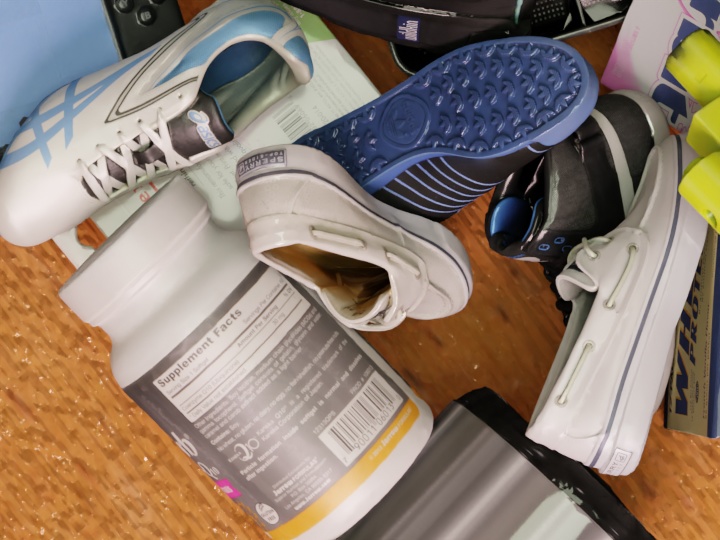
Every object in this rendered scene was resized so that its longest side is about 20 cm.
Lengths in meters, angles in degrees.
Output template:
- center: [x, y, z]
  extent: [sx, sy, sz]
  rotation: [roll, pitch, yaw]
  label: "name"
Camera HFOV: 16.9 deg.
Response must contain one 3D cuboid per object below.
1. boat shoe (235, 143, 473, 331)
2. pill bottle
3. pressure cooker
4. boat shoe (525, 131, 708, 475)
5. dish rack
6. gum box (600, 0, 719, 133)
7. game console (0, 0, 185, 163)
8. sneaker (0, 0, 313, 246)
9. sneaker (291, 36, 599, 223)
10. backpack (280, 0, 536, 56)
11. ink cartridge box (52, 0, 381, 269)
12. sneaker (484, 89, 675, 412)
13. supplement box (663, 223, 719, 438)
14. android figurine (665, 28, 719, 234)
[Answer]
- center: [0.000, 0.000, 1.317]
  extent: [0.071, 0.200, 0.070]
  rotation: [-16, 62, 25]
  label: "boat shoe"
- center: [-0.064, 0.051, 1.336]
  extent: [0.116, 0.116, 0.200]
  rotation: [-44, 97, 0]
  label: "pill bottle"
- center: [0.061, 0.189, 1.367]
  extent: [0.176, 0.179, 0.200]
  rotation: [45, 86, -6]
  label: "pressure cooker"
- center: [0.139, 0.008, 1.306]
  extent: [0.067, 0.074, 0.200]
  rotation: [18, 66, -4]
  label: "boat shoe"
- center: [0.068, -0.223, 1.423]
  extent: [0.153, 0.055, 0.200]
  rotation: [-16, 91, -1]
  label: "dish rack"
- center: [0.229, -0.169, 1.361]
  extent: [0.113, 0.066, 0.200]
  rotation: [36, 117, 33]
  label: "gum box"
- center: [-0.186, -0.144, 1.298]
  extent: [0.200, 0.118, 0.171]
  rotation: [-18, 92, -17]
  label: "game console"
- center: [-0.115, -0.078, 1.315]
  extent: [0.200, 0.072, 0.072]
  rotation: [-36, 128, -4]
  label: "sneaker"
- center: [0.051, -0.070, 1.339]
  extent: [0.200, 0.078, 0.070]
  rotation: [-19, 68, 28]
  label: "sneaker"
- center: [0.006, -0.211, 1.315]
  extent: [0.200, 0.176, 0.154]
  rotation: [10, 72, 2]
  label: "backpack"
- center: [-0.093, -0.073, 1.416]
  extent: [0.200, 0.067, 0.117]
  rotation: [-39, 92, -1]
  label: "ink cartridge box"
- center: [0.118, 0.002, 1.382]
  extent: [0.112, 0.073, 0.200]
  rotation: [-15, 110, -38]
  label: "sneaker"
- center: [0.284, 0.032, 1.355]
  extent: [0.199, 0.200, 0.135]
  rotation: [4, 88, 0]
  label: "supplement box"
- center: [0.256, -0.064, 1.251]
  extent: [0.182, 0.041, 0.200]
  rotation: [-33, 69, -16]
  label: "android figurine"
